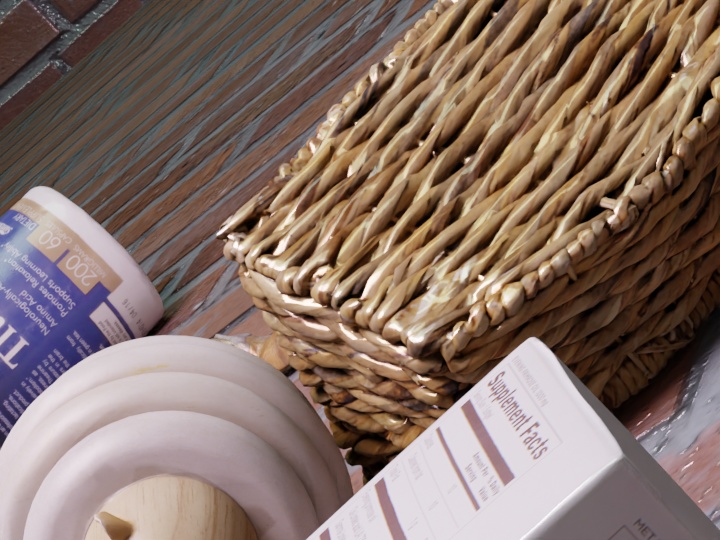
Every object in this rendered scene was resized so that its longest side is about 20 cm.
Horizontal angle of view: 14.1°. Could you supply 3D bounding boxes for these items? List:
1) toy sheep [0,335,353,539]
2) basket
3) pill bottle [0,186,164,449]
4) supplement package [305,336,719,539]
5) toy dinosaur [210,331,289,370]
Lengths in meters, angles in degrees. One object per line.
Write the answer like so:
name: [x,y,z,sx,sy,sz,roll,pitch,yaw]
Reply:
toy sheep: [-0.065,0.087,0.983,0.138,0.138,0.200,-42,16,6]
basket: [0.080,-0.009,0.990,0.142,0.149,0.200,23,63,42]
pill bottle: [-0.220,0.056,1.708,0.200,0.111,0.111,-46,11,-13]
supplement package: [0.006,0.128,0.594,0.200,0.114,0.110,-42,12,3]
toy dinosaur: [0.000,0.000,1.313,0.200,0.060,0.107,-38,35,53]
